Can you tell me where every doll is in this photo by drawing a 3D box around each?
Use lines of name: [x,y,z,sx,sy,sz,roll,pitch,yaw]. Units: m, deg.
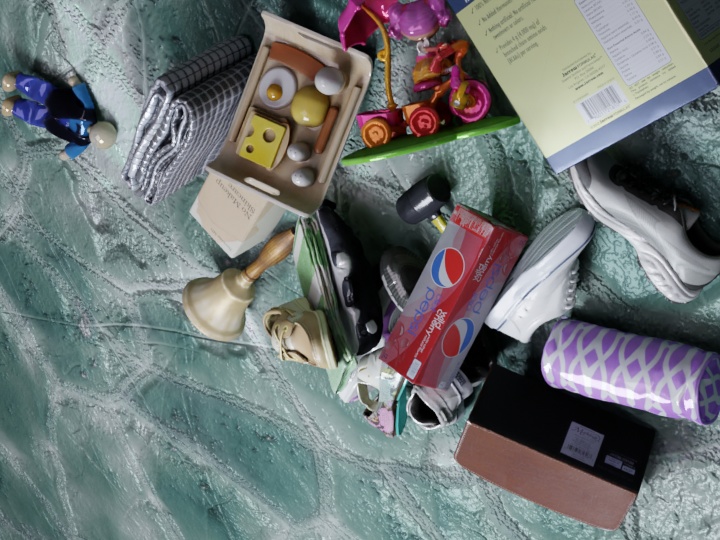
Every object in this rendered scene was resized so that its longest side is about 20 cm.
doll: [-0.435,-0.223,1.790,0.200,0.048,0.137,23,120,23]

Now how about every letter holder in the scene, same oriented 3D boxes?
letter holder: [0.212,0.222,1.406,0.200,0.101,0.142,23,133,9]

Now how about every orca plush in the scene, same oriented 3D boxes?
orca plush: [0.000,0.000,1.496,0.105,0.071,0.200,97,157,-61]

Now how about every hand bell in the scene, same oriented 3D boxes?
hand bell: [-0.147,0.001,1.660,0.104,0.104,0.200,51,126,4]

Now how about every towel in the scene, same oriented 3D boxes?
towel: [-0.047,0.043,1.531,0.153,0.023,0.200,112,141,-71]
towel: [-0.203,-0.180,1.519,0.086,0.166,0.200,41,137,7]

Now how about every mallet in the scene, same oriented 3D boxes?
mallet: [0.114,-0.017,1.431,0.066,0.041,0.200,-23,103,47]

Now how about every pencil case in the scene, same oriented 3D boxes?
pencil case: [0.291,0.109,1.315,0.200,0.084,0.085,14,160,39]

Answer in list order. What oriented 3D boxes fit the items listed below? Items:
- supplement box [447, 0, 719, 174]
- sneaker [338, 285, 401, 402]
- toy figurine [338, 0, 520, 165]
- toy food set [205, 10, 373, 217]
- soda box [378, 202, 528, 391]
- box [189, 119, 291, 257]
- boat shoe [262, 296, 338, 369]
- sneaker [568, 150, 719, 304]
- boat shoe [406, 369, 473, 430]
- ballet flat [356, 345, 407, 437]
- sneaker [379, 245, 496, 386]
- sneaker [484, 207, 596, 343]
supplement box: [0.225,-0.231,1.111,0.200,0.134,0.200,-29,95,48]
sneaker: [0.003,0.081,1.576,0.100,0.075,0.200,38,128,27]
toy figurine: [0.054,-0.223,1.299,0.200,0.150,0.184,-10,100,23]
toy food set: [-0.085,-0.181,1.418,0.143,0.060,0.200,25,101,14]
soda box: [0.103,0.031,1.363,0.063,0.070,0.200,34,101,41]
box: [-0.134,-0.116,1.560,0.095,0.078,0.200,46,137,10]
boat shoe: [-0.075,0.083,1.490,0.200,0.066,0.074,-152,48,-75]
sneaker: [0.286,-0.063,1.221,0.200,0.074,0.079,47,129,0]
boat shoe: [0.089,0.163,1.490,0.072,0.066,0.200,49,167,7]
ballet flat: [0.030,0.138,1.513,0.071,0.069,0.200,17,143,7]
sneaker: [0.100,0.051,1.446,0.200,0.066,0.090,55,164,-5]
sneaker: [0.210,0.007,1.343,0.071,0.073,0.200,29,138,-6]
